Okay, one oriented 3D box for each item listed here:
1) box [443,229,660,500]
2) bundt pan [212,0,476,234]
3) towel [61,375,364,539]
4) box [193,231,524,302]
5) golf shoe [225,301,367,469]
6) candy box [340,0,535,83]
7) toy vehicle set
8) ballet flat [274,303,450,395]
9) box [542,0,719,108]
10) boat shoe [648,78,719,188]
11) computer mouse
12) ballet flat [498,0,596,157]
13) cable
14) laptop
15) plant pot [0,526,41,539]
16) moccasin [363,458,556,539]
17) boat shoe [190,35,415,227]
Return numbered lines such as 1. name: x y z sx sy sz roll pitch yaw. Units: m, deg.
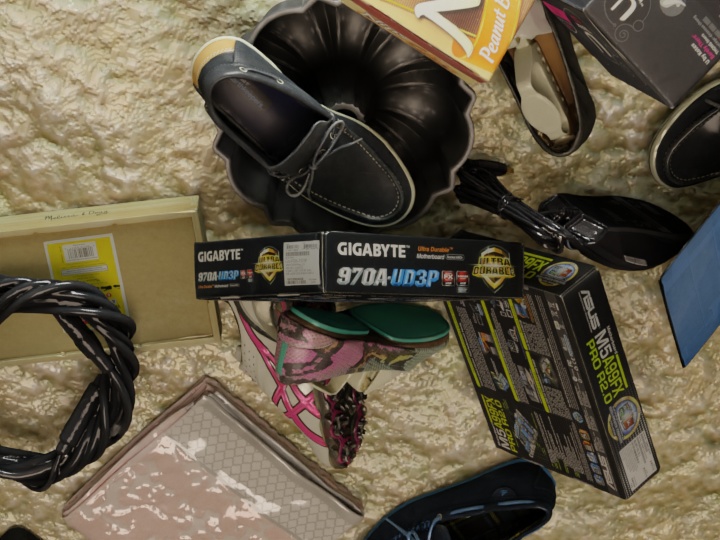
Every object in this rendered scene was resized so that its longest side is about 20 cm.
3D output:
1. box: 0.146 0.074 1.469 0.044 0.160 0.201 -36 120 -26
2. bundt pan: -0.013 -0.127 1.395 0.200 0.076 0.203 -1 118 -1
3. towel: -0.127 0.212 1.600 0.200 0.032 0.191 41 110 -20
4. box: 0.000 0.000 1.377 0.199 0.159 0.046 2 87 -39
5. golf shoe: -0.054 0.077 1.516 0.092 0.073 0.201 -2 122 29
6. candy box: 0.086 -0.247 1.300 0.115 0.055 0.201 31 89 -13
7. toy vehicle set: -0.219 0.010 1.488 0.199 0.027 0.125 -6 119 1
8. ballet flat: -0.005 0.064 1.455 0.200 0.069 0.072 1 117 -55
9. box: 0.236 -0.232 1.299 0.106 0.122 0.200 42 93 -22
10. boat shoe: 0.316 -0.118 1.415 0.199 0.062 0.075 -24 119 12
11. computer mouse: 0.160 -0.040 1.437 0.199 0.140 0.046 -1 118 -46
12. ballet flat: 0.127 -0.170 1.377 0.068 0.069 0.201 -17 118 26
13. cable: -0.261 0.091 1.494 0.162 0.051 0.201 -2 117 -7
14. laptop: 0.339 -0.009 1.400 0.199 0.117 0.187 1 157 16
15. plant pot: -0.299 0.388 1.605 0.199 0.178 0.200 -42 114 19
16. moccasin: 0.078 0.229 1.596 0.200 0.068 0.081 -35 115 16
17. boat shoe: -0.041 -0.092 1.335 0.200 0.062 0.075 39 109 -22
